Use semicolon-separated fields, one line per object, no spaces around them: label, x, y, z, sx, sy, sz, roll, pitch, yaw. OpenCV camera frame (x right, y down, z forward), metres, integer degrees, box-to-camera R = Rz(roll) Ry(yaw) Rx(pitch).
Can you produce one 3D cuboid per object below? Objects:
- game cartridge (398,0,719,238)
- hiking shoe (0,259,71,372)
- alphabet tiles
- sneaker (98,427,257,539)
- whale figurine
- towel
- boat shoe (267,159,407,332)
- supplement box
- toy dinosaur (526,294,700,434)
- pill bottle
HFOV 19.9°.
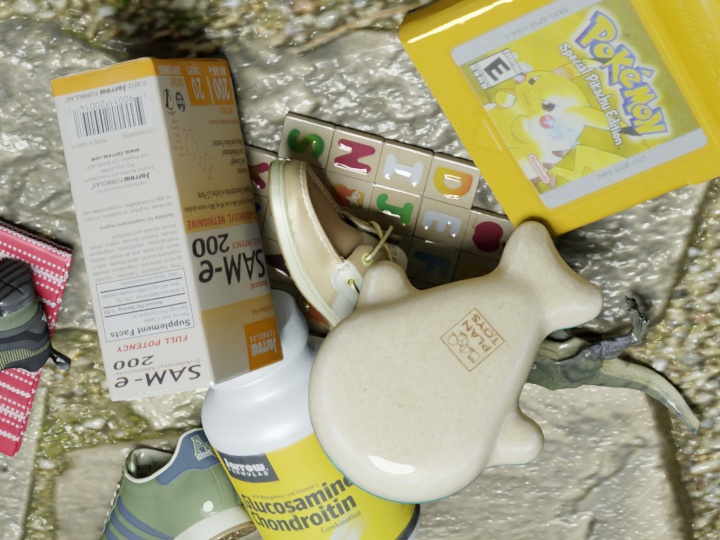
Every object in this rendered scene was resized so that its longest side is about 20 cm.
game cartridge;0.150;-0.118;1.257;0.199;0.032;0.177;-21;118;26
hiking shoe;-0.307;0.067;1.430;0.199;0.076;0.101;-15;121;12
alphabet tiles;0.000;-0.019;1.376;0.199;0.006;0.167;15;126;2
sneaker;-0.151;0.175;1.518;0.200;0.067;0.090;-30;77;49
whale figurine;0.058;0.060;1.302;0.159;0.200;0.104;47;169;8
towel;-0.291;0.037;1.473;0.144;0.023;0.200;22;125;0
boat shoe;0.000;0.000;1.346;0.066;0.074;0.200;-16;131;16
supplement box;-0.117;-0.028;1.273;0.073;0.126;0.201;-10;92;19
toy dinosaur;0.146;0.050;1.368;0.199;0.048;0.088;12;120;-11
pill bottle;-0.042;0.116;1.416;0.112;0.112;0.200;-14;121;21
